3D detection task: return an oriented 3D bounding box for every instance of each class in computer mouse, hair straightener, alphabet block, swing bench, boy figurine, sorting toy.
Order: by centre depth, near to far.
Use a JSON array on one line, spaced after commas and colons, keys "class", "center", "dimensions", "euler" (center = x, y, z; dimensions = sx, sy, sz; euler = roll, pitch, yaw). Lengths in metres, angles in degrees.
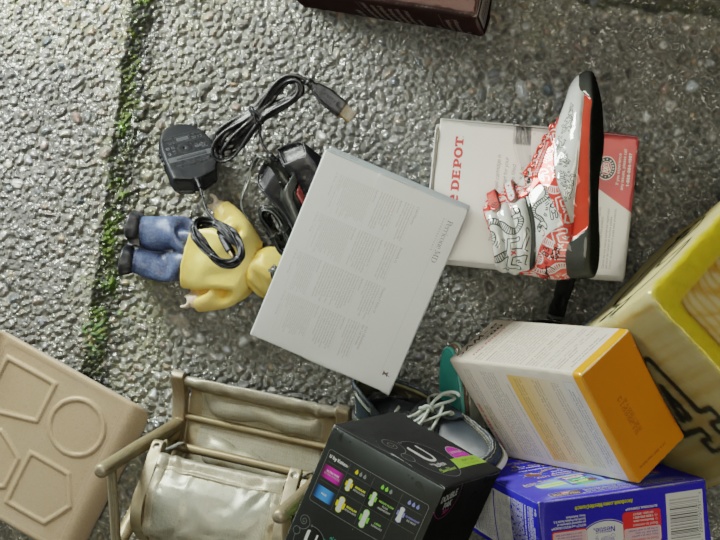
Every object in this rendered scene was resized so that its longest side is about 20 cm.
[{"class": "alphabet block", "center": [0.345, 0.062, 1.337], "dimensions": [0.196, 0.200, 0.195], "euler": [45, 65, 3]}, {"class": "hair straightener", "center": [-0.062, -0.023, 1.443], "dimensions": [0.077, 0.041, 0.200], "euler": [-33, 103, -18]}, {"class": "swing bench", "center": [-0.133, 0.215, 1.443], "dimensions": [0.199, 0.200, 0.130], "euler": [11, 119, 15]}, {"class": "computer mouse", "center": [-0.162, -0.074, 1.472], "dimensions": [0.059, 0.034, 0.200], "euler": [-13, 54, -14]}, {"class": "computer mouse", "center": [-0.043, -0.109, 1.477], "dimensions": [0.200, 0.046, 0.140], "euler": [45, 108, -4]}, {"class": "boy figurine", "center": [-0.149, -0.017, 1.499], "dimensions": [0.200, 0.064, 0.125], "euler": [9, 93, 6]}, {"class": "sorting toy", "center": [-0.353, 0.185, 1.552], "dimensions": [0.200, 0.036, 0.185], "euler": [28, 96, 1]}]

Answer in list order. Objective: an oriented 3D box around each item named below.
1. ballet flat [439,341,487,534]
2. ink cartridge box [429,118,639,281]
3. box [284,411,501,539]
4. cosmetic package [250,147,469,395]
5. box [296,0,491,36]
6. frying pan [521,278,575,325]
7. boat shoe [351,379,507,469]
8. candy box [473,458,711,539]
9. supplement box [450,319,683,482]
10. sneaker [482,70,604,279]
[{"class": "ballet flat", "center": [0.119, 0.172, 1.481], "dimensions": [0.064, 0.067, 0.200], "euler": [-3, 93, -20]}, {"class": "ink cartridge box", "center": [0.171, -0.072, 1.444], "dimensions": [0.200, 0.083, 0.147], "euler": [6, 94, 7]}, {"class": "box", "center": [0.017, 0.249, 1.319], "dimensions": [0.124, 0.148, 0.200], "euler": [27, 100, 23]}, {"class": "cosmetic package", "center": [0.000, 0.000, 1.403], "dimensions": [0.151, 0.052, 0.200], "euler": [24, 100, 4]}, {"class": "box", "center": [0.038, -0.334, 1.408], "dimensions": [0.200, 0.166, 0.165], "euler": [11, 95, 6]}, {"class": "frying pan", "center": [0.178, 0.063, 1.443], "dimensions": [0.115, 0.031, 0.190], "euler": [-8, 117, 15]}, {"class": "boat shoe", "center": [0.064, 0.151, 1.426], "dimensions": [0.075, 0.200, 0.062], "euler": [-35, 124, -22]}, {"class": "candy box", "center": [0.211, 0.226, 1.371], "dimensions": [0.169, 0.200, 0.077], "euler": [-5, 94, -15]}, {"class": "supplement box", "center": [0.192, 0.119, 1.354], "dimensions": [0.074, 0.200, 0.126], "euler": [-39, 111, -25]}, {"class": "sneaker", "center": [0.173, -0.091, 1.367], "dimensions": [0.108, 0.067, 0.202], "euler": [0, 82, 21]}]
